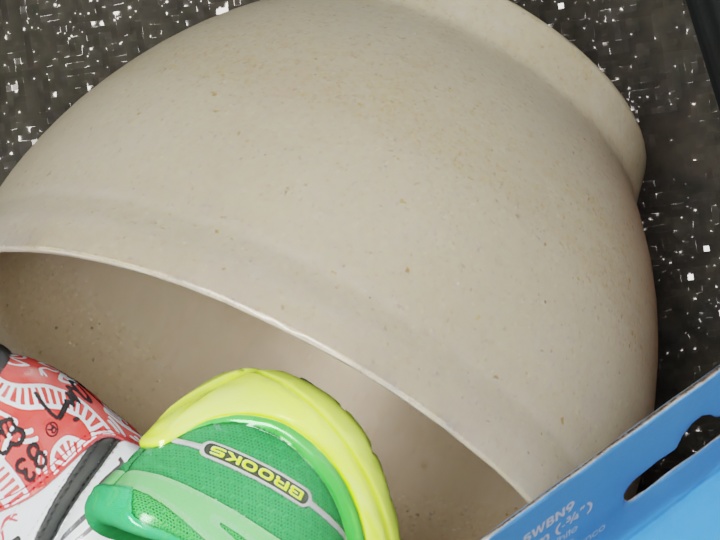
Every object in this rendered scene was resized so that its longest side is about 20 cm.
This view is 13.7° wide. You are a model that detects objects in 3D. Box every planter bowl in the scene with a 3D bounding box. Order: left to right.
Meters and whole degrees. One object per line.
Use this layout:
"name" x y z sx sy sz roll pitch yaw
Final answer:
"planter bowl" 0.000 0.000 0.828 0.200 0.200 0.135 26 66 7

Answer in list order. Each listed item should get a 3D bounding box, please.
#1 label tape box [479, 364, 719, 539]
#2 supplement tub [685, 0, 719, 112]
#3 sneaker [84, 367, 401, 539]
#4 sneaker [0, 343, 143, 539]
"label tape box" 0.098 0.105 0.774 0.144 0.200 0.063 -34 60 -23
"supplement tub" 0.163 -0.042 0.827 0.122 0.123 0.200 -17 89 7
"sneaker" -0.019 0.125 0.740 0.084 0.074 0.200 -26 103 -32
"sneaker" -0.114 0.123 0.791 0.108 0.067 0.202 30 88 -6
